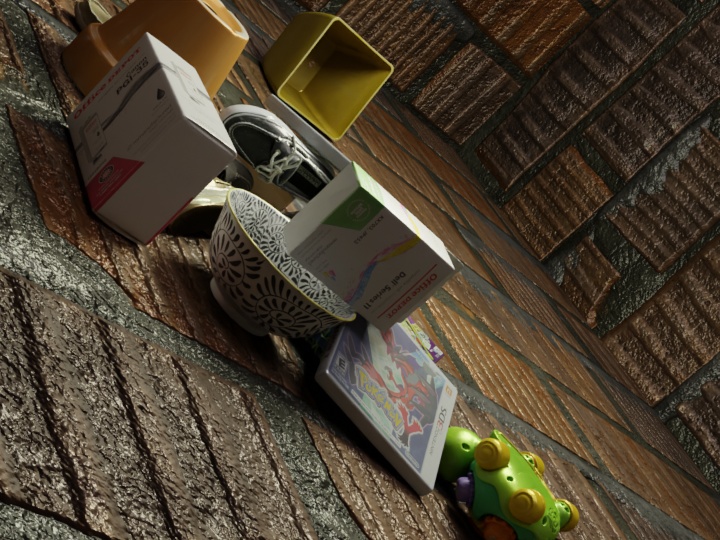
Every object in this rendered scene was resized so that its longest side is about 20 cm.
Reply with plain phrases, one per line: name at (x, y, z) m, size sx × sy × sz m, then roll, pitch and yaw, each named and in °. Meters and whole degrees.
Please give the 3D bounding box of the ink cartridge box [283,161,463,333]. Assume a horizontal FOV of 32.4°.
ink cartridge box at (0.023, -0.012, 1.407) m, size 0.200 × 0.117 × 0.067 m, roll 40°, pitch 15°, yaw -27°

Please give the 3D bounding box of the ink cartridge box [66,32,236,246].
ink cartridge box at (-0.233, -0.145, 1.347) m, size 0.083 × 0.147 × 0.200 m, roll 36°, pitch 15°, yaw -39°

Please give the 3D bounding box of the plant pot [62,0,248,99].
plant pot at (-0.251, -0.279, 1.614) m, size 0.200 × 0.183 × 0.200 m, roll 44°, pitch 13°, yaw -13°

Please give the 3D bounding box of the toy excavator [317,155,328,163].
toy excavator at (0.006, -0.059, 1.817) m, size 0.194 × 0.100 × 0.200 m, roll 37°, pitch 15°, yaw -51°

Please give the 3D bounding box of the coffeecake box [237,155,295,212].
coffeecake box at (-0.156, -0.149, 1.772) m, size 0.154 × 0.073 × 0.200 m, roll 47°, pitch 13°, yaw -4°

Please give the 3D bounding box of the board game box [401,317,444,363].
board game box at (0.049, 0.092, 1.678) m, size 0.120 × 0.032 × 0.200 m, roll 51°, pitch 13°, yaw 6°

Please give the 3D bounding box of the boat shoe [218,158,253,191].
boat shoe at (-0.210, -0.130, 1.578) m, size 0.200 × 0.067 × 0.057 m, roll 32°, pitch 35°, yaw -45°

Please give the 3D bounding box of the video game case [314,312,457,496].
video game case at (0.036, 0.134, 1.452) m, size 0.200 × 0.023 × 0.182 m, roll 49°, pitch 32°, yaw -19°

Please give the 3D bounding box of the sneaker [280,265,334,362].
sneaker at (-0.030, 0.078, 1.485) m, size 0.200 × 0.076 × 0.105 m, roll 44°, pitch 14°, yaw -15°

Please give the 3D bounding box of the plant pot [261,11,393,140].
plant pot at (-0.090, -0.430, 2.615) m, size 0.200 × 0.200 × 0.176 m, roll 35°, pitch 6°, yaw -42°

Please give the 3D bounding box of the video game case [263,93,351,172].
video game case at (-0.036, -0.158, 1.746) m, size 0.200 × 0.022 × 0.182 m, roll 42°, pitch 3°, yaw 16°

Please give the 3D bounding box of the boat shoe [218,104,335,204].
boat shoe at (-0.106, -0.142, 1.633) m, size 0.199 × 0.074 × 0.068 m, roll 40°, pitch 17°, yaw -33°

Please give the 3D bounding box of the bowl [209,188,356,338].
bowl at (-0.107, 0.011, 1.396) m, size 0.201 × 0.094 × 0.201 m, roll 44°, pitch 13°, yaw -13°

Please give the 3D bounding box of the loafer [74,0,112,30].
loafer at (-0.322, -0.317, 1.761) m, size 0.200 × 0.067 × 0.076 m, roll 46°, pitch 13°, yaw -1°

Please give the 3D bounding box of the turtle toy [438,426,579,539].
turtle toy at (0.165, 0.262, 1.492) m, size 0.146 × 0.101 × 0.200 m, roll 29°, pitch 21°, yaw -54°

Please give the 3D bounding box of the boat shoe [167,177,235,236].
boat shoe at (-0.182, -0.085, 1.493) m, size 0.066 × 0.074 × 0.200 m, roll 55°, pitch 14°, yaw 12°

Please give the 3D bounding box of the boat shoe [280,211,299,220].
boat shoe at (-0.089, -0.054, 1.659) m, size 0.202 × 0.065 × 0.074 m, roll 2°, pitch 36°, yaw -51°
